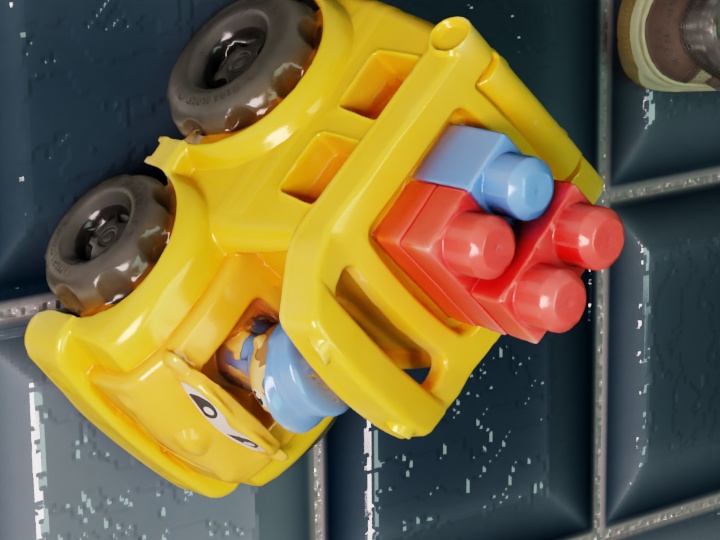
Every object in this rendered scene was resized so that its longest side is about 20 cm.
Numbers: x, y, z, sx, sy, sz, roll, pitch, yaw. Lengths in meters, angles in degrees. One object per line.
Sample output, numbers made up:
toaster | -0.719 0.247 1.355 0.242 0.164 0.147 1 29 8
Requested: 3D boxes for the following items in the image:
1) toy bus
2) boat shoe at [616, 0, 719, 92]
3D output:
toy bus | 0.000 0.000 0.863 0.200 0.192 0.136 -54 128 -12
boat shoe | 0.209 -0.109 1.077 0.199 0.065 0.074 -10 106 -37
